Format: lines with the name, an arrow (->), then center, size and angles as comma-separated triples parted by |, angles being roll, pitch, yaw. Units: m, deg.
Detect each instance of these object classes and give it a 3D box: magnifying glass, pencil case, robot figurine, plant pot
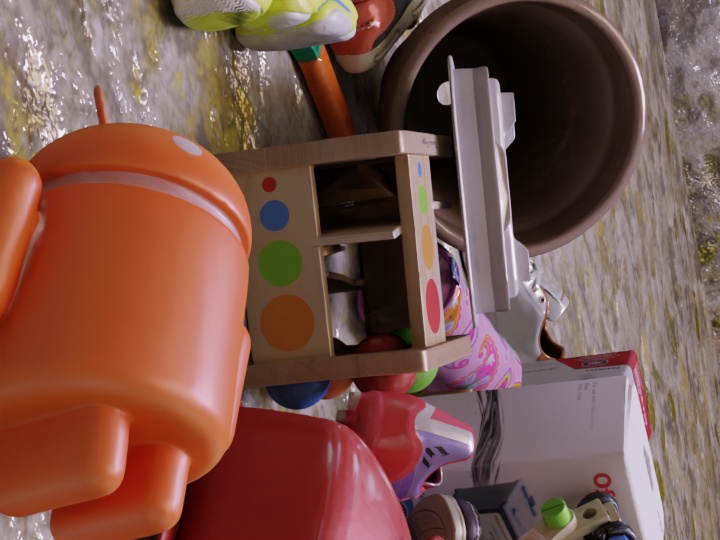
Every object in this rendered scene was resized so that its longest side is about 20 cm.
magnifying glass -> -0.042, -0.166, 1.321 | 0.080, 0.022, 0.200 | -81, 156, -43
pencil case -> 0.062, 0.047, 1.475 | 0.200, 0.087, 0.088 | 54, 33, -56
robot figurine -> -0.109, 0.018, 0.852 | 0.117, 0.143, 0.201 | 121, -22, -55
plant pot -> 0.092, -0.125, 1.467 | 0.175, 0.200, 0.201 | -137, -146, -68

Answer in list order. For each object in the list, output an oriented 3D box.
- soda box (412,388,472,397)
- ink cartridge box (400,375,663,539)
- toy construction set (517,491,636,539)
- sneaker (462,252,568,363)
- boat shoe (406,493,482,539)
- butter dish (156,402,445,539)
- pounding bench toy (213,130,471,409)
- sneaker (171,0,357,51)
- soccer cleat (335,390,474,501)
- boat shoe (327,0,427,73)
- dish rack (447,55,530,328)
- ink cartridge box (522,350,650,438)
soda box -> 0.071, 0.192, 1.487 | 0.068, 0.064, 0.201 | -68, 148, -58
ink cartridge box -> 0.103, 0.162, 1.366 | 0.086, 0.199, 0.147 | -75, 153, -51
toy construction set -> 0.130, 0.222, 1.284 | 0.200, 0.131, 0.092 | 64, 0, -47
sneaker -> 0.145, 0.002, 1.775 | 0.073, 0.084, 0.201 | -64, 142, -59
boat shoe -> 0.061, 0.221, 1.323 | 0.072, 0.065, 0.200 | -108, -159, -43
butter dish -> -0.020, 0.169, 1.042 | 0.200, 0.147, 0.200 | -81, 157, -44
pounding bench toy -> 0.000, 0.000, 1.210 | 0.200, 0.124, 0.157 | -9, 93, -74
sneaker -> -0.056, -0.193, 1.180 | 0.200, 0.075, 0.106 | 1, 83, -73
soccer cleat -> 0.009, 0.123, 1.169 | 0.200, 0.076, 0.067 | 119, -17, -65
boat shoe -> 0.018, -0.203, 1.441 | 0.200, 0.071, 0.063 | -54, 133, -62
dish rack -> 0.085, -0.049, 1.270 | 0.200, 0.043, 0.172 | 7, 79, -85
ink cartridge box -> 0.157, 0.142, 1.628 | 0.200, 0.144, 0.084 | -48, 128, -69
